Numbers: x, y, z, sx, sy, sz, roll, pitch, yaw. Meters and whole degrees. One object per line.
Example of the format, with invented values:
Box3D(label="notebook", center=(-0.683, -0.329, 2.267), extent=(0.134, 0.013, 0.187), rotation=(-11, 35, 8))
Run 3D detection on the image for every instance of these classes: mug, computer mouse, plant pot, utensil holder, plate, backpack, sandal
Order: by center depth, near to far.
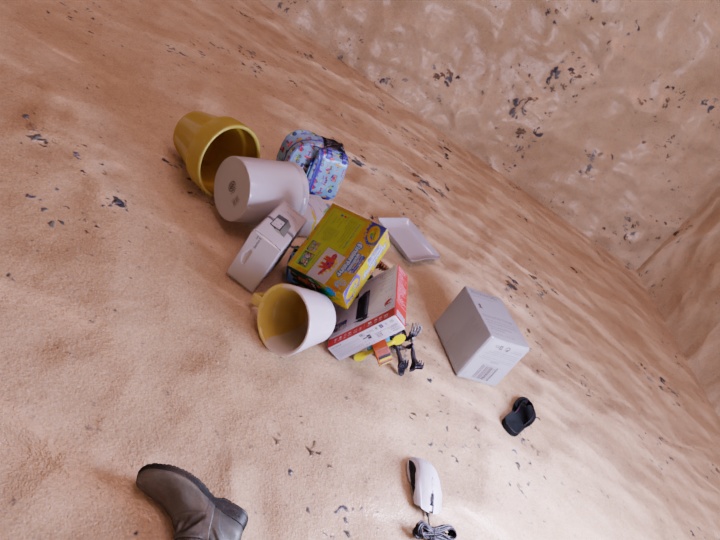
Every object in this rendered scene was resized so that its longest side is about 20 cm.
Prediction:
Box3D(label="computer mouse", center=(0.141, 0.466, 1.332), extent=(0.107, 0.044, 0.203), rotation=(23, 32, -25))
Box3D(label="mug", center=(-0.139, 0.092, 1.442), extent=(0.152, 0.149, 0.189), rotation=(2, 51, -59))
Box3D(label="utensil holder", center=(-0.258, -0.206, 1.661), extent=(0.197, 0.171, 0.171), rotation=(-1, 46, -49))
Box3D(label="plant pot", center=(-0.395, -0.324, 1.699), extent=(0.187, 0.206, 0.198), rotation=(36, 23, 33))
Box3D(label="sandal", center=(0.458, 0.403, 1.796), extent=(0.075, 0.048, 0.199), rotation=(45, 29, 13))
Box3D(label="backpack", center=(-0.155, -0.330, 1.985), extent=(0.195, 0.185, 0.136), rotation=(16, 28, -30))
Box3D(label="plate", center=(0.162, -0.101, 2.190), extent=(0.197, 0.033, 0.201), rotation=(-6, 52, -53))

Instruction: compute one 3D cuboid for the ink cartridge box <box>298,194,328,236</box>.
Box3D(label="ink cartridge box", center=(-0.173, -0.161, 1.839), extent=(0.197, 0.068, 0.118), rotation=(-1, 47, -50))

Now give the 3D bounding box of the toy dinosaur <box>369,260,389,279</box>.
Box3D(label="toy dinosaur", center=(0.000, 0.000, 1.697), extent=(0.099, 0.141, 0.199), rotation=(7, -4, -21))

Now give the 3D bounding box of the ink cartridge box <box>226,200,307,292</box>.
Box3D(label="ink cartridge box", center=(-0.223, -0.060, 1.549), extent=(0.083, 0.146, 0.201), rotation=(36, 28, -4))

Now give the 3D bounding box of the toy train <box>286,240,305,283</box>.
Box3D(label="toy train", center=(-0.126, -0.025, 1.667), extent=(0.111, 0.089, 0.201), rotation=(16, 22, -1))

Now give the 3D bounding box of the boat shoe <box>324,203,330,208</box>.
Box3D(label="boat shoe", center=(-0.048, -0.123, 1.937), extent=(0.200, 0.070, 0.066), rotation=(45, 21, 9))

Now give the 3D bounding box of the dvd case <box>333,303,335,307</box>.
Box3D(label="dvd case", center=(-0.055, 0.077, 1.691), extent=(0.150, 0.016, 0.198), rotation=(51, 29, 19))

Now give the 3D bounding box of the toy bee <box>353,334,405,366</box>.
Box3D(label="toy bee", center=(0.050, 0.178, 1.568), extent=(0.202, 0.127, 0.111), rotation=(-77, 151, -56))

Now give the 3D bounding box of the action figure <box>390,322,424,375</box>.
Box3D(label="action figure", center=(0.104, 0.167, 1.664), extent=(0.116, 0.103, 0.203), rotation=(5, 43, -30))

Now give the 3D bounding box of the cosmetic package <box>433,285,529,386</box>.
Box3D(label="cosmetic package", center=(0.345, 0.190, 1.846), extent=(0.164, 0.168, 0.203), rotation=(17, 33, -33))

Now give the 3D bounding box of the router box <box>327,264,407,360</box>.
Box3D(label="router box", center=(0.019, 0.099, 1.531), extent=(0.049, 0.197, 0.182), rotation=(47, 29, -28))

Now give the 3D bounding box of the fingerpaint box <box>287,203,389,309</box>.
Box3D(label="fingerpaint box", center=(-0.049, -0.036, 1.513), extent=(0.163, 0.074, 0.202), rotation=(24, 64, 22))

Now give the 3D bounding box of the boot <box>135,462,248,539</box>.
Box3D(label="boot", center=(-0.264, 0.384, 0.951), extent=(0.197, 0.068, 0.132), rotation=(33, 34, -9))

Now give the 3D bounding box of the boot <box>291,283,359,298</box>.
Box3D(label="boot", center=(-0.101, 0.033, 1.556), extent=(0.193, 0.074, 0.078), rotation=(-3, 75, 0))
